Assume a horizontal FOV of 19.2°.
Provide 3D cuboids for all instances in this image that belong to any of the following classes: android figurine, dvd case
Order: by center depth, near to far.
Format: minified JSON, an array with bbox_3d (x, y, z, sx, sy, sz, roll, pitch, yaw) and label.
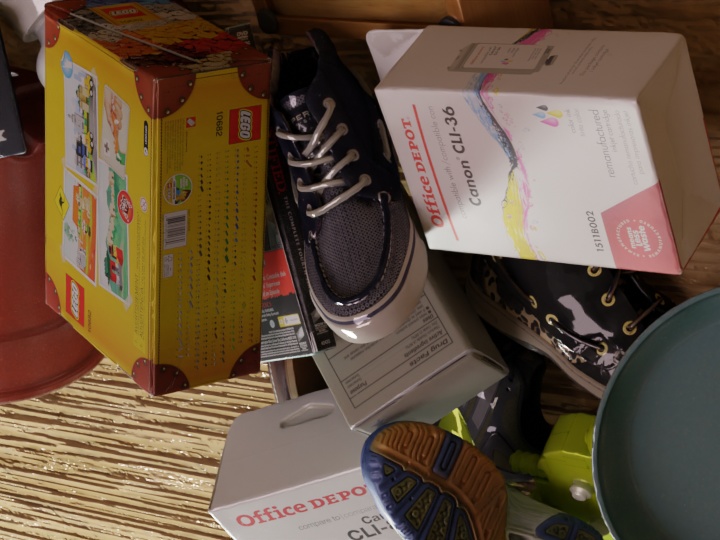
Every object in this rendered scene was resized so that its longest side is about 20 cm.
[{"bbox_3d":[-0.084,-0.040,1.309,0.146,0.022,0.200,-13,94,56],"label":"dvd case"},{"bbox_3d":[0.190,0.145,1.332,0.200,0.041,0.182,9,147,27],"label":"android figurine"}]

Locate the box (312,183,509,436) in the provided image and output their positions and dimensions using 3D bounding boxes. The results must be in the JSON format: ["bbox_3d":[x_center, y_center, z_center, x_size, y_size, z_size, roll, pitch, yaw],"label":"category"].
[{"bbox_3d":[0.000,0.000,1.328,0.095,0.078,0.200,-33,67,12],"label":"box"}]

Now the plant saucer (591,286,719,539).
[{"bbox_3d":[0.230,0.101,1.225,0.200,0.200,0.036,56,-176,-7],"label":"plant saucer"}]

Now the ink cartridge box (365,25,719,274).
[{"bbox_3d":[0.087,-0.069,1.169,0.200,0.068,0.117,6,132,34],"label":"ink cartridge box"}]

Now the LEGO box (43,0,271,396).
[{"bbox_3d":[-0.124,-0.048,1.266,0.149,0.077,0.200,35,129,49],"label":"LEGO box"}]

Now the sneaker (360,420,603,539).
[{"bbox_3d":[0.061,0.153,1.331,0.200,0.075,0.088,37,168,-32],"label":"sneaker"}]

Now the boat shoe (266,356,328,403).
[{"bbox_3d":[-0.024,0.129,1.544,0.070,0.070,0.200,-5,116,42],"label":"boat shoe"}]

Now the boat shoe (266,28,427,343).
[{"bbox_3d":[-0.018,-0.052,1.211,0.075,0.200,0.093,-28,128,15],"label":"boat shoe"}]

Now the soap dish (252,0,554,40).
[{"bbox_3d":[0.006,-0.206,1.237,0.200,0.081,0.158,9,126,41],"label":"soap dish"}]

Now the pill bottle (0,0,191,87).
[{"bbox_3d":[-0.146,-0.129,1.425,0.200,0.110,0.110,50,142,-1],"label":"pill bottle"}]

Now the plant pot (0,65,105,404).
[{"bbox_3d":[-0.283,-0.037,1.583,0.201,0.201,0.195,24,126,29],"label":"plant pot"}]

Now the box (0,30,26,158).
[{"bbox_3d":[-0.320,-0.153,1.474,0.200,0.148,0.104,-117,16,-56],"label":"box"}]

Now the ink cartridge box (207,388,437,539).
[{"bbox_3d":[0.011,0.177,1.458,0.145,0.083,0.200,-19,127,28],"label":"ink cartridge box"}]

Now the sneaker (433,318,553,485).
[{"bbox_3d":[0.076,0.054,1.402,0.081,0.074,0.200,-17,108,30],"label":"sneaker"}]

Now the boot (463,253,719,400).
[{"bbox_3d":[0.150,-0.007,1.270,0.200,0.073,0.151,31,138,31],"label":"boot"}]
